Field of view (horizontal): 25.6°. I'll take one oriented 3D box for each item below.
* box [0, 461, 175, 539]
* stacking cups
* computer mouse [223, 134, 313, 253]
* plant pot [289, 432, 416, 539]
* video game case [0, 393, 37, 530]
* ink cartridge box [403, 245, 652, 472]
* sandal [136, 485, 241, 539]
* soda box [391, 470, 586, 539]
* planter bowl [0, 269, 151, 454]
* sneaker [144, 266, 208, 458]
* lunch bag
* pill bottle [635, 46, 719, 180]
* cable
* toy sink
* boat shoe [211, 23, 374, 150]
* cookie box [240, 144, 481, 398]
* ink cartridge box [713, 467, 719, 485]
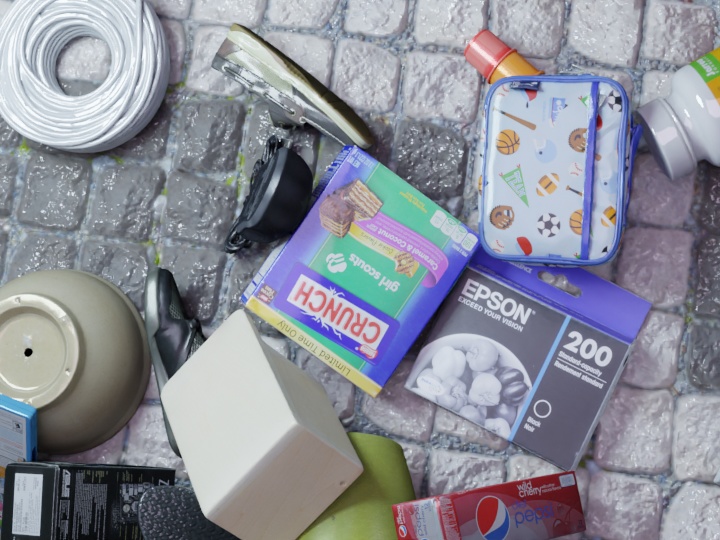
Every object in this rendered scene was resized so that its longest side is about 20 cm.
[{"bbox_3d":[-0.278,0.297,1.609,0.085,0.163,0.203,-4,82,40],"label":"box"},{"bbox_3d":[0.194,-0.177,1.672,0.061,0.061,0.200,-45,74,0],"label":"stacking cups"},{"bbox_3d":[-0.084,-0.076,1.632,0.052,0.200,0.140,24,85,-11],"label":"computer mouse"},{"bbox_3d":[-0.012,0.272,1.590,0.185,0.187,0.202,2,69,8],"label":"plant pot"},{"bbox_3d":[-0.402,0.191,1.650,0.142,0.201,0.018,19,43,10],"label":"video game case"},{"bbox_3d":[0.175,0.077,1.645,0.197,0.043,0.202,26,86,11],"label":"ink cartridge box"},{"bbox_3d":[-0.148,0.287,1.640,0.199,0.048,0.076,31,76,-16],"label":"sandal"},{"bbox_3d":[0.128,0.243,1.556,0.070,0.199,0.064,-20,77,48],"label":"soda box"},{"bbox_3d":[-0.334,0.091,1.666,0.198,0.135,0.203,-1,83,8],"label":"planter bowl"},{"bbox_3d":[-0.164,0.087,1.675,0.113,0.076,0.202,-15,84,4],"label":"sneaker"},{"bbox_3d":[0.201,-0.105,1.596,0.158,0.075,0.203,4,90,16],"label":"lunch bag"},{"bbox_3d":[0.385,-0.175,1.612,0.199,0.111,0.112,-29,80,3],"label":"pill bottle"},{"bbox_3d":[-0.307,-0.229,1.737,0.198,0.069,0.202,-12,82,7],"label":"cable"},{"bbox_3d":[-0.099,0.159,1.570,0.130,0.112,0.200,-45,37,9],"label":"toy sink"},{"bbox_3d":[-0.075,-0.182,1.702,0.200,0.072,0.066,41,103,7],"label":"boat shoe"},{"bbox_3d":[0.000,0.000,1.640,0.170,0.075,0.201,35,89,-8],"label":"cookie box"},{"bbox_3d":[0.469,0.187,1.537,0.199,0.147,0.147,27,86,11],"label":"ink cartridge box"}]
